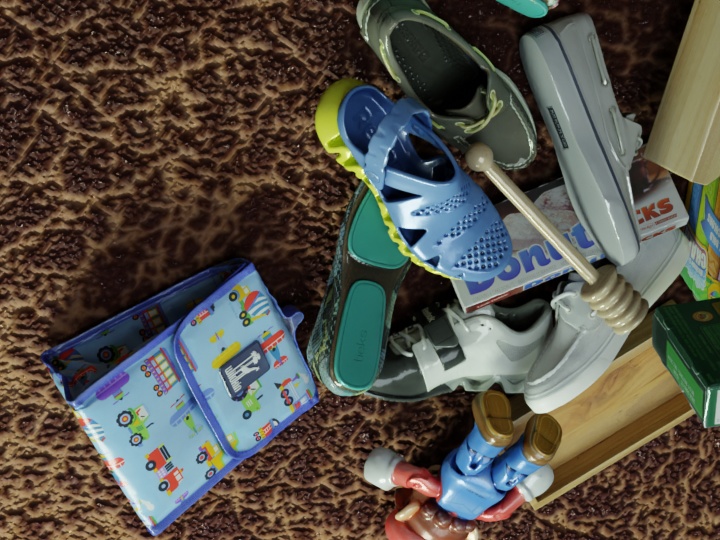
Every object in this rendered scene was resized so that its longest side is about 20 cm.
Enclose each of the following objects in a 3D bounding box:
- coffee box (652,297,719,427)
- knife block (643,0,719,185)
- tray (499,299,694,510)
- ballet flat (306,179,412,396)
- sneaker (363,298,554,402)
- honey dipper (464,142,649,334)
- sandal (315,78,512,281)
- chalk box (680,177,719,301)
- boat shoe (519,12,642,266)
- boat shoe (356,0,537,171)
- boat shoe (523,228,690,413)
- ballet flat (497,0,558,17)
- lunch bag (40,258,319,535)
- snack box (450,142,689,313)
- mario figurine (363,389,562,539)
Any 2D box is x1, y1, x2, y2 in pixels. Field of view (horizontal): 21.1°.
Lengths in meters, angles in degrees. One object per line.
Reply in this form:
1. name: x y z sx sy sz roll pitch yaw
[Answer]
1. coffee box: 0.342 0.061 1.511 0.198 0.123 0.044 -9 121 -10
2. knife block: 0.290 -0.191 1.500 0.199 0.064 0.176 -36 125 -15
3. tray: 0.213 0.118 1.703 0.199 0.037 0.099 -32 122 3
4. ballet flat: 0.000 0.000 1.550 0.074 0.074 0.202 22 80 -25
5. sneaker: 0.070 0.054 1.608 0.198 0.074 0.089 -5 121 -24
6. honey dipper: 0.151 -0.027 1.529 0.038 0.038 0.200 -43 108 11
7. sandal: 0.050 -0.066 1.491 0.200 0.087 0.080 44 70 -22
8. chalk box: 0.344 -0.022 1.605 0.123 0.124 0.202 -4 120 -12
9. boat shoe: 0.189 -0.105 1.529 0.065 0.072 0.202 -24 96 -13
10. boat shoe: 0.073 -0.140 1.500 0.072 0.060 0.202 -41 121 10
11. boat shoe: 0.193 0.027 1.600 0.200 0.072 0.069 -47 110 -9
12. ballet flat: 0.072 -0.253 1.441 0.199 0.075 0.065 23 81 -30
13. lunch bag: -0.132 0.088 1.573 0.199 0.094 0.151 -33 122 -9
14. snack box: 0.163 -0.035 1.581 0.198 0.072 0.024 -22 166 -2
15. mario figurine: 0.085 0.170 1.660 0.124 0.106 0.200 49 130 10
